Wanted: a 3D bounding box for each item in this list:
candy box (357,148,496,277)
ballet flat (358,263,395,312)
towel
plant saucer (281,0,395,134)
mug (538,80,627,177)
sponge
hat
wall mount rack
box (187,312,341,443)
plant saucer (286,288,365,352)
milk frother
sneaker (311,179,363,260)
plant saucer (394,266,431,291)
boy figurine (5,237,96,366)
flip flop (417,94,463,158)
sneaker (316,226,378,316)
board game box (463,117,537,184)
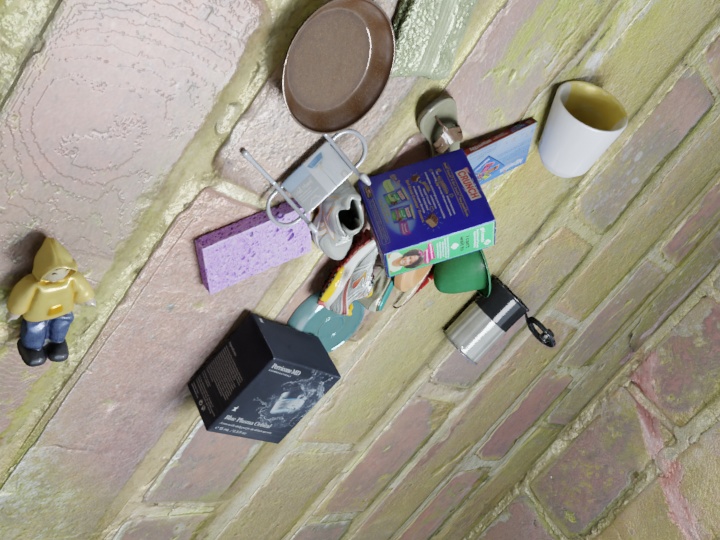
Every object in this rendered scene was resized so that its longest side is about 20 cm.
[{"bbox_3d":[0.113,-0.100,1.330,0.197,0.171,0.077,-17,146,-2],"label":"candy box"},{"bbox_3d":[0.058,-0.013,1.507,0.201,0.062,0.068,-57,165,-18],"label":"ballet flat"},{"bbox_3d":[0.113,-0.383,1.174,0.147,0.037,0.202,-9,134,-39],"label":"towel"},{"bbox_3d":[-0.037,-0.295,1.105,0.199,0.037,0.202,-26,137,-27],"label":"plant saucer"},{"bbox_3d":[0.445,-0.273,1.549,0.184,0.150,0.154,-12,145,-27],"label":"mug"},{"bbox_3d":[-0.172,-0.042,1.276,0.198,0.030,0.112,-25,143,-24],"label":"sponge"},{"bbox_3d":[0.154,0.013,1.574,0.174,0.166,0.202,-21,127,-7],"label":"hat"},{"bbox_3d":[-0.083,-0.161,1.195,0.200,0.075,0.174,-43,106,1],"label":"wall mount rack"},{"bbox_3d":[-0.179,0.208,1.450,0.200,0.118,0.196,-47,141,15],"label":"box"},{"bbox_3d":[-0.065,0.107,1.559,0.198,0.027,0.202,-27,145,-21],"label":"plant saucer"},{"bbox_3d":[0.341,0.156,1.874,0.188,0.200,0.180,-47,150,10],"label":"milk frother"},{"bbox_3d":[-0.034,-0.076,1.322,0.075,0.092,0.201,-29,145,-19],"label":"sneaker"},{"bbox_3d":[0.127,-0.049,1.497,0.201,0.032,0.201,-56,164,-26],"label":"plant saucer"},{"bbox_3d":[-0.428,0.041,1.080,0.123,0.065,0.201,-6,136,-38],"label":"boy figurine"},{"bbox_3d":[0.152,-0.231,1.365,0.081,0.058,0.201,-34,146,-10],"label":"flip flop"},{"bbox_3d":[0.000,0.000,1.436,0.082,0.078,0.201,31,117,-10],"label":"sneaker"},{"bbox_3d":[0.263,-0.222,1.510,0.198,0.019,0.104,-28,144,-30],"label":"board game box"}]
